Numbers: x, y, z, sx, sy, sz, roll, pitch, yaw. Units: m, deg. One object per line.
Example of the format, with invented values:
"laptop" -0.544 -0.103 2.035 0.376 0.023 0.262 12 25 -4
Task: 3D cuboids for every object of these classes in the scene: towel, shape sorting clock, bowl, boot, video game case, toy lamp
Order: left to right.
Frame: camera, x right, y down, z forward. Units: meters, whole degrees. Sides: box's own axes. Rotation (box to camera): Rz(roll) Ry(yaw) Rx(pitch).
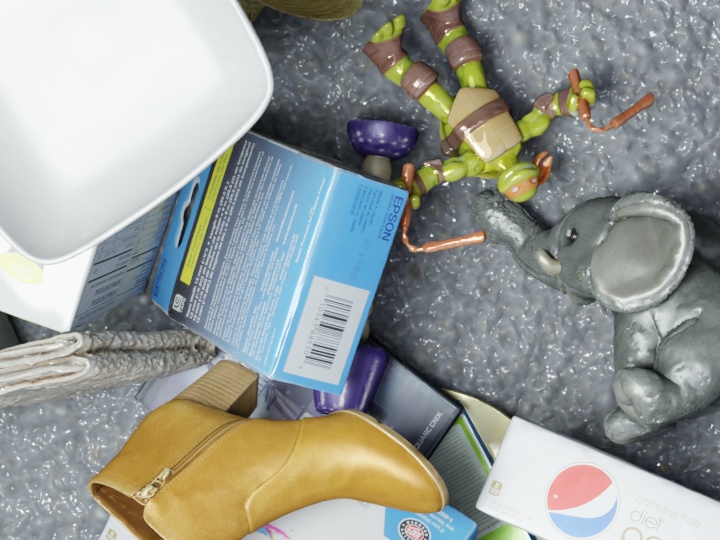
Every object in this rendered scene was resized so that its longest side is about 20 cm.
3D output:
"towel" -0.193 0.067 1.440 0.132 0.200 0.035 -12 85 23
"bowl" -0.165 -0.129 1.280 0.199 0.075 0.200 -35 91 9
"boot" -0.060 0.144 1.349 0.200 0.144 0.071 24 141 23
"video game case" -0.045 0.093 1.507 0.200 0.019 0.143 37 102 11
"toy lamp" 0.000 0.000 1.461 0.058 0.058 0.202 7 81 7
"shape sorting clock" 0.049 0.182 1.510 0.198 0.039 0.202 0 91 18

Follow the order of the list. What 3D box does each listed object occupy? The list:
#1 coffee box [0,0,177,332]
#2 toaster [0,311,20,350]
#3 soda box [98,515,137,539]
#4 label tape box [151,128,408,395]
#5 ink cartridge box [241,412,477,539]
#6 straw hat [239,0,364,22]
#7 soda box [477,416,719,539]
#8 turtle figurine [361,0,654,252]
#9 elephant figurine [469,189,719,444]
"coffee box" -0.230 -0.093 1.432 0.198 0.200 0.199 20 100 5
"toaster" -0.355 0.076 1.472 0.180 0.200 0.119 -20 96 20
"soda box" -0.083 0.216 1.499 0.199 0.068 0.064 34 118 13
"label tape box" -0.061 -0.015 1.451 0.066 0.200 0.144 15 96 -31
"ink cartridge box" -0.036 0.219 1.403 0.144 0.085 0.200 31 63 13
"straw hat" -0.101 -0.205 1.421 0.201 0.201 0.085 39 120 1
"soda box" 0.182 0.166 1.404 0.199 0.064 0.069 22 87 20
"turtle figurine" 0.085 -0.110 1.443 0.199 0.064 0.162 -31 81 -8
"elephant figurine" 0.188 0.004 1.428 0.154 0.142 0.201 -17 78 -18
